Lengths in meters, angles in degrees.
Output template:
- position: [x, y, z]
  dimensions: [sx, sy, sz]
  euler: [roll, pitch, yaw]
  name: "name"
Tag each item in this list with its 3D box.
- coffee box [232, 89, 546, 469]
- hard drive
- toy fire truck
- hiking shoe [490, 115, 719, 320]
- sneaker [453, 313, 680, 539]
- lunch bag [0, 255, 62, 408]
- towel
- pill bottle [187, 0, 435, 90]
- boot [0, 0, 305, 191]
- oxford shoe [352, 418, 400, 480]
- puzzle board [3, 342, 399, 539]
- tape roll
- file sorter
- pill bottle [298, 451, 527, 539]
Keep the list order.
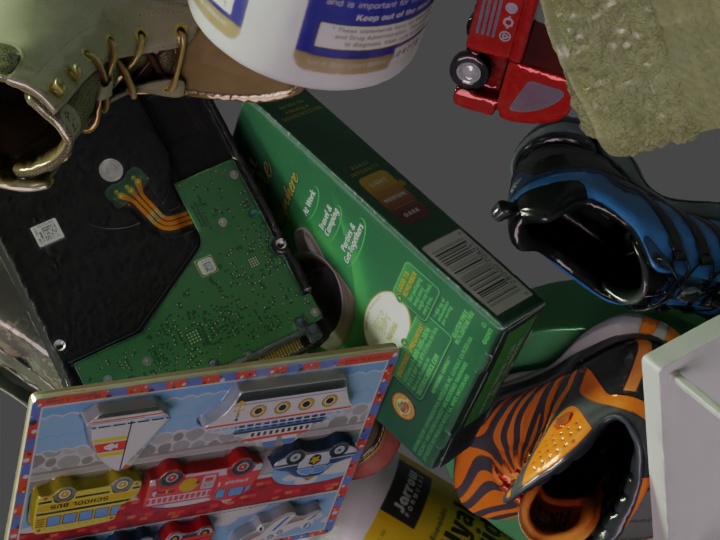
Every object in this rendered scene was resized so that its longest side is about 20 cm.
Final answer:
- position: [0.000, 0.000, 0.816]
  dimensions: [0.200, 0.044, 0.123]
  euler: [42, 136, 22]
  name: "coffee box"
- position: [-0.121, -0.022, 0.788]
  dimensions: [0.200, 0.140, 0.038]
  euler: [61, 161, 8]
  name: "hard drive"
- position: [0.128, -0.147, 0.696]
  dimensions: [0.141, 0.049, 0.200]
  euler: [17, 132, 6]
  name: "toy fire truck"
- position: [0.162, 0.000, 0.775]
  dimensions: [0.200, 0.087, 0.074]
  euler: [25, 132, 1]
  name: "hiking shoe"
- position: [0.096, 0.109, 0.803]
  dimensions: [0.078, 0.112, 0.200]
  euler: [33, 139, -4]
  name: "sneaker"
- position: [-0.171, 0.030, 0.897]
  dimensions: [0.164, 0.118, 0.200]
  euler: [36, 162, -11]
  name: "lunch bag"
- position: [0.143, -0.139, 0.635]
  dimensions: [0.148, 0.037, 0.200]
  euler: [-11, 130, 22]
  name: "towel"
- position: [-0.004, -0.193, 0.663]
  dimensions: [0.120, 0.120, 0.200]
  euler: [23, 132, 2]
  name: "pill bottle"
- position: [-0.120, -0.094, 0.712]
  dimensions: [0.200, 0.155, 0.072]
  euler: [11, 124, -4]
  name: "boot"
- position: [-0.075, 0.097, 0.892]
  dimensions: [0.200, 0.071, 0.075]
  euler: [-19, 147, 30]
  name: "oxford shoe"
- position: [-0.084, 0.107, 0.776]
  dimensions: [0.200, 0.017, 0.151]
  euler: [-6, 135, -29]
  name: "puzzle board"
- position: [0.148, 0.098, 0.888]
  dimensions: [0.200, 0.048, 0.201]
  euler: [11, 130, 13]
  name: "tape roll"
- position: [0.255, 0.081, 0.710]
  dimensions: [0.125, 0.200, 0.139]
  euler: [42, 151, 47]
  name: "file sorter"
- position: [0.023, 0.182, 0.961]
  dimensions: [0.200, 0.111, 0.111]
  euler: [31, 132, -5]
  name: "pill bottle"
